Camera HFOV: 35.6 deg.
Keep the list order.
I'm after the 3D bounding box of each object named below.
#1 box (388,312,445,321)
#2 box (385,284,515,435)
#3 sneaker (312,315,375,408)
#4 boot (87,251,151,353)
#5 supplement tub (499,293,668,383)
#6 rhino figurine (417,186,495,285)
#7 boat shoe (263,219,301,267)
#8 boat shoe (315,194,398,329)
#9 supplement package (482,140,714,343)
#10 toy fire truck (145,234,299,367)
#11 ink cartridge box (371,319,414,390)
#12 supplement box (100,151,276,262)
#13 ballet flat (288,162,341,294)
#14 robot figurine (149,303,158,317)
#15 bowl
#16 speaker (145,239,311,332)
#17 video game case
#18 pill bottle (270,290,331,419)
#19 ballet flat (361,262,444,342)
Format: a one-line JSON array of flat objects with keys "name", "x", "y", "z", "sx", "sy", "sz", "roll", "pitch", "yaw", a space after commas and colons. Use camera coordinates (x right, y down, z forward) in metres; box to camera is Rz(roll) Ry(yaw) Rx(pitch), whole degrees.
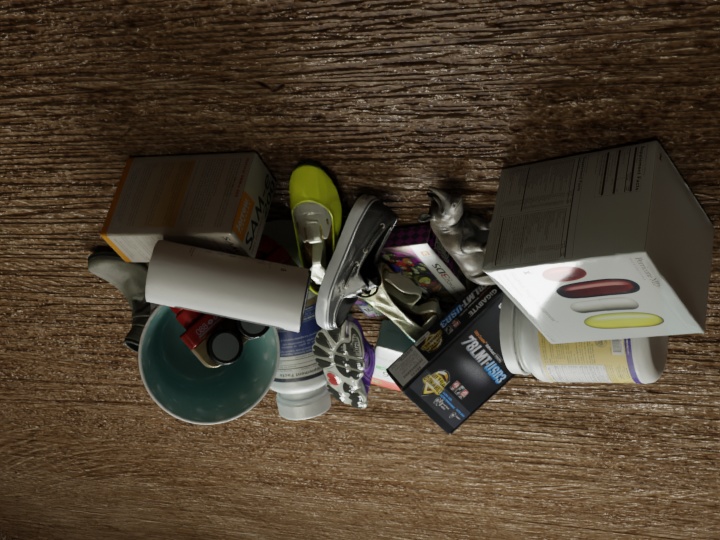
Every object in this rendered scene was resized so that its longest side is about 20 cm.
[{"name": "box", "x": 0.143, "y": 0.107, "z": 1.723, "sx": 0.198, "sy": 0.051, "sz": 0.075, "roll": 19, "pitch": 151, "yaw": -12}, {"name": "box", "x": 0.154, "y": 0.125, "z": 1.607, "sx": 0.050, "sy": 0.198, "sz": 0.200, "roll": 49, "pitch": -179, "yaw": 37}, {"name": "sneaker", "x": -0.017, "y": 0.118, "z": 1.618, "sx": 0.080, "sy": 0.084, "sz": 0.201, "roll": 16, "pitch": 149, "yaw": 14}, {"name": "boot", "x": -0.348, "y": 0.059, "z": 1.763, "sx": 0.199, "sy": 0.132, "sz": 0.068, "roll": 24, "pitch": 151, "yaw": -20}, {"name": "supplement tub", "x": 0.298, "y": 0.077, "z": 1.495, "sx": 0.198, "sy": 0.147, "sz": 0.146, "roll": -2, "pitch": 149, "yaw": 27}, {"name": "rhino figurine", "x": 0.136, "y": -0.045, "z": 1.434, "sx": 0.087, "sy": 0.060, "sz": 0.200, "roll": 3, "pitch": 149, "yaw": 41}, {"name": "boat shoe", "x": -0.149, "y": -0.026, "z": 1.573, "sx": 0.197, "sy": 0.074, "sz": 0.068, "roll": -17, "pitch": -174, "yaw": 3}, {"name": "boat shoe", "x": 0.000, "y": 0.000, "z": 1.473, "sx": 0.066, "sy": 0.201, "sz": 0.070, "roll": 30, "pitch": -158, "yaw": 20}, {"name": "supplement package", "x": 0.282, "y": -0.024, "z": 1.313, "sx": 0.199, "sy": 0.148, "sz": 0.191, "roll": -8, "pitch": 146, "yaw": 36}, {"name": "toy fire truck", "x": -0.195, "y": 0.007, "z": 1.490, "sx": 0.200, "sy": 0.176, "sz": 0.129, "roll": 48, "pitch": 168, "yaw": -5}, {"name": "ink cartridge box", "x": 0.069, "y": 0.152, "z": 1.725, "sx": 0.108, "sy": 0.051, "sz": 0.201, "roll": 14, "pitch": 149, "yaw": 1}, {"name": "supplement box", "x": -0.222, "y": -0.080, "z": 1.457, "sx": 0.198, "sy": 0.127, "sz": 0.074, "roll": 1, "pitch": 150, "yaw": 24}, {"name": "ballet flat", "x": -0.057, "y": -0.046, "z": 1.462, "sx": 0.066, "sy": 0.067, "sz": 0.201, "roll": 0, "pitch": 136, "yaw": 5}, {"name": "robot figurine", "x": -0.261, "y": 0.090, "z": 1.712, "sx": 0.112, "sy": 0.202, "sz": 0.169, "roll": -6, "pitch": 179, "yaw": 36}, {"name": "bowl", "x": -0.222, "y": 0.109, "z": 1.604, "sx": 0.199, "sy": 0.202, "sz": 0.105, "roll": 23, "pitch": -179, "yaw": -18}, {"name": "speaker", "x": -0.164, "y": 0.018, "z": 1.394, "sx": 0.198, "sy": 0.082, "sz": 0.081, "roll": 11, "pitch": 153, "yaw": -1}, {"name": "video game case", "x": 0.052, "y": 0.005, "z": 1.589, "sx": 0.198, "sy": 0.036, "sz": 0.181, "roll": -6, "pitch": 146, "yaw": 32}, {"name": "pill bottle", "x": -0.097, "y": 0.114, "z": 1.672, "sx": 0.110, "sy": 0.111, "sz": 0.202, "roll": 0, "pitch": 109, "yaw": 24}, {"name": "ballet flat", "x": 0.074, "y": 0.054, "z": 1.562, "sx": 0.062, "sy": 0.068, "sz": 0.199, "roll": -27, "pitch": 133, "yaw": 37}]
